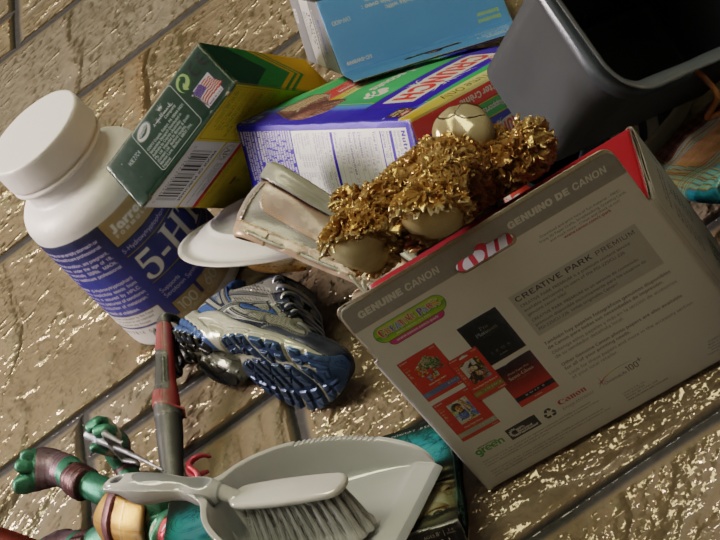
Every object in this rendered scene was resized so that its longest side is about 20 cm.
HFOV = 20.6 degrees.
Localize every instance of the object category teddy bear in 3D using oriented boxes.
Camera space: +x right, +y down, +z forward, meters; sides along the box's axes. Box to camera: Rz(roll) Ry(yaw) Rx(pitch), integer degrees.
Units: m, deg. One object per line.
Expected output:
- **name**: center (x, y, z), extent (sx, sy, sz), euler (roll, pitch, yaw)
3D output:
- **teddy bear**: center (0.045, -0.055, 1.200), extent (0.200, 0.067, 0.145), euler (-33, 4, -43)

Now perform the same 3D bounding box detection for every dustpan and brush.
- **dustpan and brush**: center (-0.066, 0.142, 1.208), extent (0.199, 0.057, 0.140), euler (-8, 28, 28)

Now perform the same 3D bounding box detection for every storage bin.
- **storage bin**: center (0.188, -0.150, 1.301), extent (0.199, 0.146, 0.134), euler (-25, -16, -30)

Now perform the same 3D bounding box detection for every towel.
- **towel**: center (0.251, -0.099, 1.270), extent (0.147, 0.022, 0.200), euler (-43, 10, -3)

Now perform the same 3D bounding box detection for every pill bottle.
- **pill bottle**: center (-0.200, -0.045, 1.602), extent (0.119, 0.200, 0.120), euler (-29, 34, 22)

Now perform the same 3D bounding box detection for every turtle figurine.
- **turtle figurine**: center (-0.174, 0.180, 1.398), extent (0.200, 0.100, 0.151), euler (-1, 81, 54)

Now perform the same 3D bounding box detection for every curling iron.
- **curling iron**: center (-0.139, 0.108, 1.505), extent (0.025, 0.050, 0.201), euler (-31, 38, 20)

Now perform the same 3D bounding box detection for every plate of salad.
- **plate of salad**: center (-0.041, -0.031, 1.521), extent (0.199, 0.048, 0.200), euler (-14, 17, 4)

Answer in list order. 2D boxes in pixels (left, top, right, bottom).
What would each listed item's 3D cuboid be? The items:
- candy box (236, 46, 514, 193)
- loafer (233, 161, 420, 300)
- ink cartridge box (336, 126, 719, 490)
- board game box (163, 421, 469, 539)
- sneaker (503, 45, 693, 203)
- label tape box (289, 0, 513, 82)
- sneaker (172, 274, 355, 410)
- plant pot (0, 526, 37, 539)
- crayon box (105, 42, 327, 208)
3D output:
- **candy box**: center (0.035, -0.106, 1.475), extent (0.169, 0.077, 0.199), euler (-29, 21, -37)
- **loafer**: center (0.000, 0.000, 1.389), extent (0.200, 0.072, 0.063), euler (34, 87, 18)
- **ink cartridge box**: center (0.109, 0.011, 1.210), extent (0.199, 0.176, 0.084), euler (-31, 32, 17)
- **board game box**: center (-0.030, 0.162, 1.251), extent (0.199, 0.028, 0.135), euler (-19, 23, 7)
- **sneaker**: center (0.164, -0.108, 1.383), extent (0.075, 0.085, 0.200), euler (3, 53, 50)
- **label tape box**: center (0.034, -0.206, 1.571), extent (0.144, 0.064, 0.200), euler (-18, 13, -8)
- **sneaker**: center (-0.062, 0.040, 1.468), extent (0.085, 0.077, 0.200), euler (-49, 32, -19)
- **plant pot**: center (-0.226, 0.278, 1.262), extent (0.175, 0.200, 0.201), euler (-7, 45, 29)
- **crayon box**: center (-0.098, -0.109, 1.563), extent (0.051, 0.200, 0.127), euler (46, 109, 19)
